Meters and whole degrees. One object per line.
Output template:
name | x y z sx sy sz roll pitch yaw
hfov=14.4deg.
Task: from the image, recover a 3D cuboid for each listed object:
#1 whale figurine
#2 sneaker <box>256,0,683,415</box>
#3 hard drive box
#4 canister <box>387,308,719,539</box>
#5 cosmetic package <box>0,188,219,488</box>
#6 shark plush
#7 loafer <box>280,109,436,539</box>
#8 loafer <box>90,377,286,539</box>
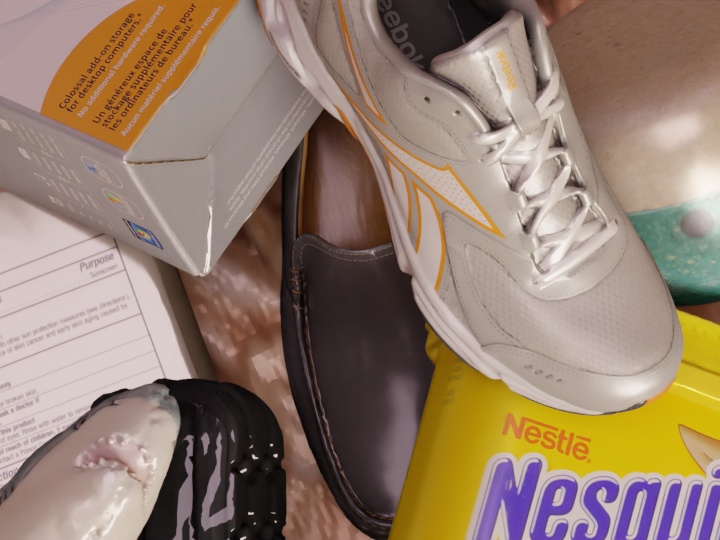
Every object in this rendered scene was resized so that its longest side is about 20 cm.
whale figurine | 0.152 -0.055 1.016 0.200 0.159 0.104 -20 117 0
sneaker | 0.041 -0.040 0.911 0.076 0.092 0.200 -38 93 -20
hard drive box | -0.101 -0.108 1.023 0.200 0.077 0.156 22 68 32
canister | 0.075 0.115 0.979 0.148 0.087 0.200 20 72 -12
cosmetic package | -0.097 0.069 1.045 0.105 0.071 0.200 -20 79 3
shark plush | -0.110 0.104 0.952 0.091 0.200 0.083 20 61 -8
loafer | 0.000 0.000 1.045 0.073 0.072 0.200 -10 80 4
loafer | -0.066 0.137 0.965 0.070 0.068 0.201 -2 82 24
